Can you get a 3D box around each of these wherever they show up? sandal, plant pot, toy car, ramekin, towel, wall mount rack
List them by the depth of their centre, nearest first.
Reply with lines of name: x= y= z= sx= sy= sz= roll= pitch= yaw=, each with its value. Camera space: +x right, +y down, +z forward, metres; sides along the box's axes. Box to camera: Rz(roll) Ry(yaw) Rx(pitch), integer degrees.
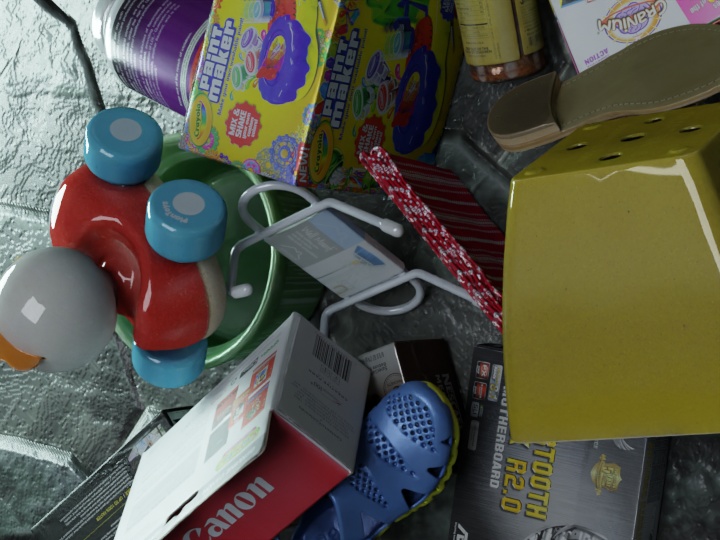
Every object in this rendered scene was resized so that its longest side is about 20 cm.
plant pot: x=0.205 y=-0.008 z=1.190 sx=0.199 sy=0.200 sz=0.177 roll=-8 pitch=106 yaw=33
sandal: x=0.201 y=-0.118 z=1.285 sx=0.211 sy=0.070 sz=0.078 roll=-13 pitch=47 yaw=31
towel: x=0.094 y=-0.015 z=1.325 sx=0.022 sy=0.144 sz=0.200 roll=-47 pitch=65 yaw=18
sandal: x=0.001 y=0.168 z=1.327 sx=0.079 sy=0.087 sz=0.200 roll=43 pitch=111 yaw=24
toy car: x=-0.223 y=0.008 z=1.344 sx=0.177 sy=0.199 sz=0.185 roll=48 pitch=145 yaw=28
wall mount rack: x=0.000 y=0.000 z=1.352 sx=0.173 sy=0.200 sz=0.075 roll=-23 pitch=48 yaw=32
ramekin: x=-0.123 y=-0.015 z=1.497 sx=0.199 sy=0.098 sz=0.201 roll=-1 pitch=89 yaw=33

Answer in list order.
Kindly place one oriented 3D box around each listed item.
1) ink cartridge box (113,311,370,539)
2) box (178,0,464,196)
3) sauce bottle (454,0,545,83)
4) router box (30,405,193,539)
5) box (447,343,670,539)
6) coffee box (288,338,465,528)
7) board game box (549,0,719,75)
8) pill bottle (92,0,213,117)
ink cartridge box: x=-0.094 y=0.160 z=1.328 sx=0.084 sy=0.176 sz=0.200 roll=39 pitch=118 yaw=-16
box: x=-0.020 y=-0.171 z=1.375 sx=0.122 sy=0.192 sz=0.201 roll=20 pitch=100 yaw=32
sauce bottle: x=0.097 y=-0.247 z=1.340 sx=0.066 sy=0.066 sz=0.201 roll=0 pitch=109 yaw=33
router box: x=-0.191 y=0.239 z=1.565 sx=0.200 sy=0.051 sz=0.150 roll=-41 pitch=70 yaw=26
box: x=0.151 y=0.168 z=1.343 sx=0.158 sy=0.048 sz=0.201 roll=11 pitch=96 yaw=34
coffee box: x=-0.015 y=0.138 z=1.433 sx=0.199 sy=0.080 sz=0.114 roll=-21 pitch=79 yaw=31
board game box: x=0.204 y=-0.253 z=1.319 sx=0.153 sy=0.040 sz=0.201 roll=-27 pitch=75 yaw=30
pill bottle: x=-0.143 y=-0.189 z=1.495 sx=0.200 sy=0.112 sz=0.113 roll=29 pitch=105 yaw=40
